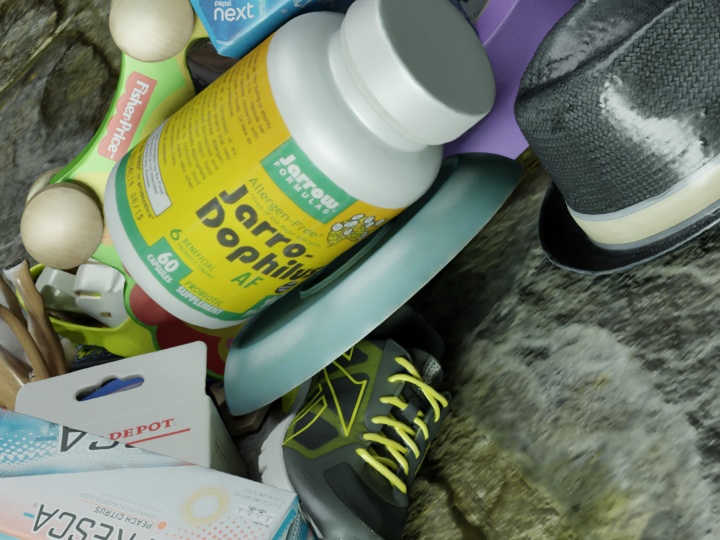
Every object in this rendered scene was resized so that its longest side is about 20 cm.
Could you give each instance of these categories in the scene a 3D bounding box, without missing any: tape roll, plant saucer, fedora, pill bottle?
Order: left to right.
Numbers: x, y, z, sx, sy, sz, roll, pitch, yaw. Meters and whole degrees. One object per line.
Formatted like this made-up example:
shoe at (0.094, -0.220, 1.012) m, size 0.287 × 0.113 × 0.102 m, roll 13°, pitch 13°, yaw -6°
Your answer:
pill bottle at (-0.029, -0.062, 1.324) m, size 0.200 × 0.113 × 0.113 m, roll -35°, pitch 25°, yaw 33°
plant saucer at (0.000, 0.000, 1.349) m, size 0.200 × 0.027 × 0.200 m, roll -39°, pitch 9°, yaw 7°
tape roll at (0.054, -0.122, 1.553) m, size 0.200 × 0.066 × 0.200 m, roll -39°, pitch 24°, yaw 20°
fedora at (0.148, -0.092, 1.295) m, size 0.201 × 0.092 × 0.201 m, roll -38°, pitch 24°, yaw 21°

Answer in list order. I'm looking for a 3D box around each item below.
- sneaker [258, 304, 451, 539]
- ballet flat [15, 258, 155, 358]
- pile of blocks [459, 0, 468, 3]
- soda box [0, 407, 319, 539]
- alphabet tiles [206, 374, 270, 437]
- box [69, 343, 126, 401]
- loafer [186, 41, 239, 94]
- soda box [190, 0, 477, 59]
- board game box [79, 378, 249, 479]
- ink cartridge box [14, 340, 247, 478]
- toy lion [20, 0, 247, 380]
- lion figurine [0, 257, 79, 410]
sneaker at (0.002, 0.077, 1.294) m, size 0.085 × 0.074 × 0.200 m, roll -39°, pitch 24°, yaw 17°
ballet flat at (-0.153, 0.016, 1.568) m, size 0.200 × 0.067 × 0.067 m, roll -3°, pitch 64°, yaw 59°
pile of blocks at (0.060, -0.216, 1.534) m, size 0.082 × 0.062 × 0.200 m, roll -17°, pitch 37°, yaw 51°
soda box at (-0.115, 0.126, 1.235) m, size 0.200 × 0.064 × 0.068 m, roll 13°, pitch 54°, yaw 31°
alphabet tiles at (-0.103, 0.075, 1.576) m, size 0.200 × 0.008 × 0.167 m, roll -19°, pitch 35°, yaw 48°
box at (-0.150, 0.032, 1.677) m, size 0.200 × 0.035 × 0.110 m, roll -11°, pitch 42°, yaw 55°
loafer at (-0.062, -0.126, 1.773) m, size 0.071 × 0.073 × 0.200 m, roll -41°, pitch 26°, yaw -14°
soda box at (-0.017, -0.148, 1.399) m, size 0.068 × 0.064 × 0.200 m, roll -35°, pitch -18°, yaw 21°
board game box at (-0.165, 0.135, 1.454) m, size 0.200 × 0.045 × 0.134 m, roll -30°, pitch 28°, yaw 0°
ink cartridge box at (-0.119, 0.138, 1.320) m, size 0.117 × 0.067 × 0.200 m, roll -14°, pitch 44°, yaw 11°
toy lion at (-0.080, -0.046, 1.448) m, size 0.069 × 0.192 × 0.200 m, roll -112°, pitch 45°, yaw -77°
lion figurine at (-0.204, 0.051, 1.510) m, size 0.072 × 0.123 × 0.200 m, roll -26°, pitch 12°, yaw -5°
